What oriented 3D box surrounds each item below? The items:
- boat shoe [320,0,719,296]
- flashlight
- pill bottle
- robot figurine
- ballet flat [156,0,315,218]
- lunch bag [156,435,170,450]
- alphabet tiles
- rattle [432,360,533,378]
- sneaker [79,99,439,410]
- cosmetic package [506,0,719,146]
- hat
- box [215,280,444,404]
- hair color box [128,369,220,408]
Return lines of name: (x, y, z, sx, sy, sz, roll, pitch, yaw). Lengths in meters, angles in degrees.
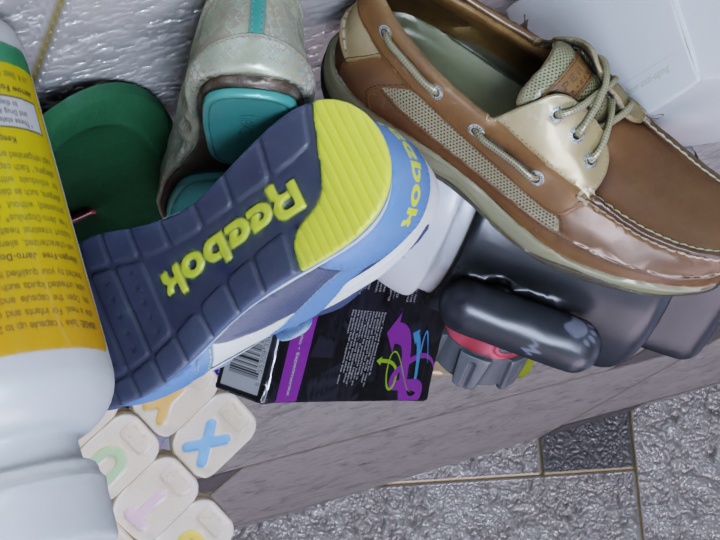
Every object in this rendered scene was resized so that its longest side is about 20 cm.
boat shoe: (0.076, -0.060, 0.812, 0.076, 0.199, 0.074, -60, 175, -36)
flashlight: (0.095, -0.017, 1.123, 0.068, 0.067, 0.201, -63, 175, -49)
pill bottle: (-0.155, 0.014, 0.712, 0.112, 0.201, 0.113, -17, 169, -3)
robot figurine: (0.090, -0.025, 0.957, 0.199, 0.125, 0.150, 19, -177, -8)
ballet flat: (-0.049, -0.066, 0.827, 0.067, 0.063, 0.200, 4, 161, -11)
lunch bag: (-0.216, 0.111, 1.275, 0.199, 0.128, 0.170, -9, 168, 11)
alphabet tiles: (-0.155, 0.118, 1.070, 0.195, 0.200, 0.015, -42, -145, -7)
rattle: (0.046, -0.003, 1.377, 0.130, 0.144, 0.200, -14, -159, -16)
sneaker: (-0.051, 0.002, 0.795, 0.199, 0.074, 0.082, -28, 166, 27)
cosmetic package: (0.183, -0.115, 0.905, 0.199, 0.085, 0.108, -11, 169, -34)
hat: (-0.203, -0.017, 0.886, 0.175, 0.201, 0.166, 22, 176, 24)
box: (0.000, 0.000, 1.050, 0.036, 0.144, 0.200, 16, -176, 27)
hair color box: (-0.162, 0.045, 1.107, 0.199, 0.065, 0.110, -11, 142, -25)
